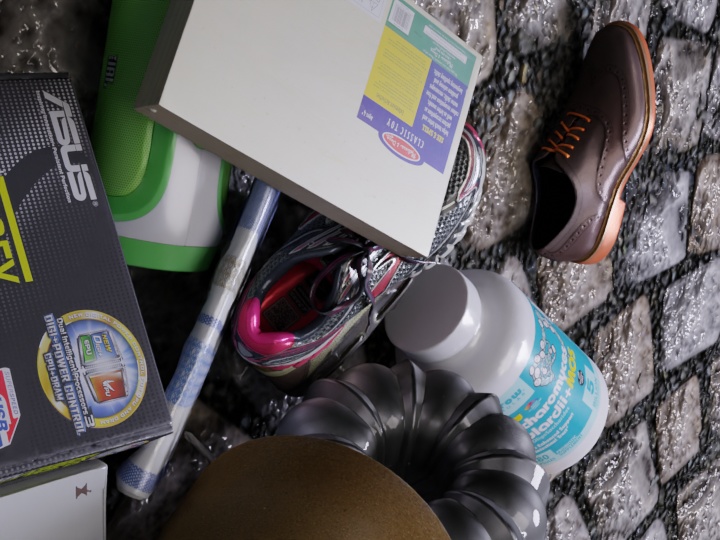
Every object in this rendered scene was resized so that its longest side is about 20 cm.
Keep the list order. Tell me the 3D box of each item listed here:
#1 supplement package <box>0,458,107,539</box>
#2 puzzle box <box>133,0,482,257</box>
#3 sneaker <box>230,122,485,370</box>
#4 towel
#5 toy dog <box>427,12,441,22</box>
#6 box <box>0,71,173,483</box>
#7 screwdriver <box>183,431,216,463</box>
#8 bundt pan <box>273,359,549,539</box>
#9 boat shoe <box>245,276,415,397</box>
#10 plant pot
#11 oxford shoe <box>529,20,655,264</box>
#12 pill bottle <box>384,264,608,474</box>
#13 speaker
[{"bbox_3d":[-0.224,0.195,0.648,0.155,0.111,0.201,-12,110,-43],"label":"supplement package"},{"bbox_3d":[-0.019,-0.103,0.679,0.200,0.025,0.134,29,71,-39],"label":"puzzle box"},{"bbox_3d":[0.003,-0.014,0.764,0.200,0.081,0.075,-47,177,-5],"label":"sneaker"},{"bbox_3d":[-0.093,0.035,0.732,0.024,0.147,0.201,23,85,-4],"label":"towel"},{"bbox_3d":[-0.005,-0.147,0.778,0.200,0.096,0.132,-32,124,-35],"label":"toy dog"},{"bbox_3d":[-0.192,0.004,0.605,0.160,0.044,0.201,-9,78,-43],"label":"box"},{"bbox_3d":[-0.065,0.165,0.854,0.028,0.029,0.200,-53,139,-20],"label":"screwdriver"},{"bbox_3d":[0.029,0.135,0.791,0.202,0.202,0.076,-30,148,-36],"label":"bundt pan"},{"bbox_3d":[0.000,0.001,0.852,0.201,0.072,0.066,-48,140,-15],"label":"boat shoe"},{"bbox_3d":[-0.063,0.212,0.643,0.200,0.186,0.187,-38,130,-60],"label":"plant pot"},{"bbox_3d":[0.183,-0.103,1.005,0.072,0.071,0.201,2,101,-41],"label":"oxford shoe"},{"bbox_3d":[0.099,0.071,0.940,0.200,0.111,0.111,39,74,-44],"label":"pill bottle"},{"bbox_3d":[-0.104,-0.104,0.694,0.088,0.088,0.201,3,99,-46],"label":"speaker"}]
